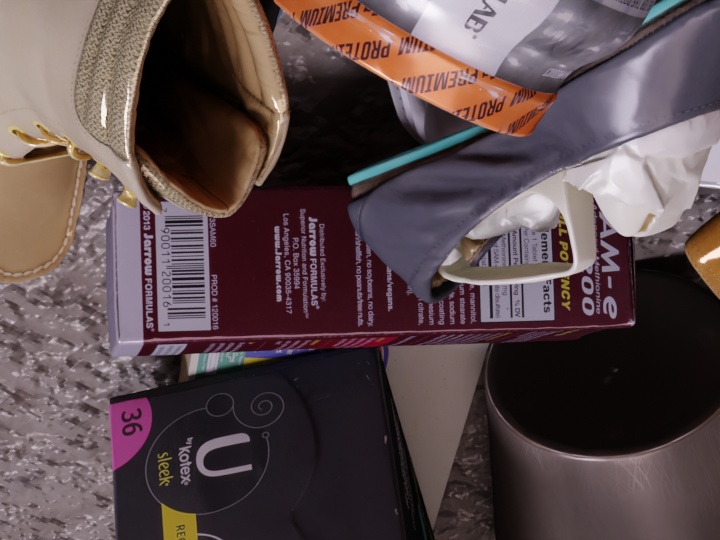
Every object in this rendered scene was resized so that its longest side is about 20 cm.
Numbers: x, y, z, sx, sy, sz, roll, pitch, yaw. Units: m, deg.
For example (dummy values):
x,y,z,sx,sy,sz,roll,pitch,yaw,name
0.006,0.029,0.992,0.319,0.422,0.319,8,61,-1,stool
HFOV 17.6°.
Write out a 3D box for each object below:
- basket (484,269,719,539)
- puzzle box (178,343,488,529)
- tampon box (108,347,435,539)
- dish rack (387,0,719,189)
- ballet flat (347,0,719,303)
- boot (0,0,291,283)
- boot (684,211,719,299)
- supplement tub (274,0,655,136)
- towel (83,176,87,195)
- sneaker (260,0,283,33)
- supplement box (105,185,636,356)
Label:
x,y,z,sx,sy,sz,roll,pitch,yaw,name
0.125,0.109,1.044,0.136,0.180,0.201,-41,137,-27,basket
-0.019,0.069,1.058,0.132,0.026,0.201,2,138,-11,puzzle box
-0.026,0.159,1.025,0.125,0.151,0.201,-13,139,4,tampon box
0.089,-0.087,0.827,0.199,0.044,0.172,7,142,19,dish rack
0.075,-0.037,0.793,0.073,0.073,0.200,25,146,-32,ballet flat
-0.093,-0.050,0.791,0.073,0.155,0.201,-21,135,-33,boot
0.192,-0.040,0.934,0.143,0.071,0.201,-27,140,20,boot
0.059,-0.150,0.697,0.122,0.123,0.201,21,105,-29,supplement tub
-0.200,-0.066,0.868,0.132,0.035,0.200,-18,138,13,towel
-0.027,-0.152,0.754,0.078,0.090,0.201,0,138,-10,sneaker
0.000,0.000,0.920,0.199,0.061,0.109,-1,176,-8,supplement box
